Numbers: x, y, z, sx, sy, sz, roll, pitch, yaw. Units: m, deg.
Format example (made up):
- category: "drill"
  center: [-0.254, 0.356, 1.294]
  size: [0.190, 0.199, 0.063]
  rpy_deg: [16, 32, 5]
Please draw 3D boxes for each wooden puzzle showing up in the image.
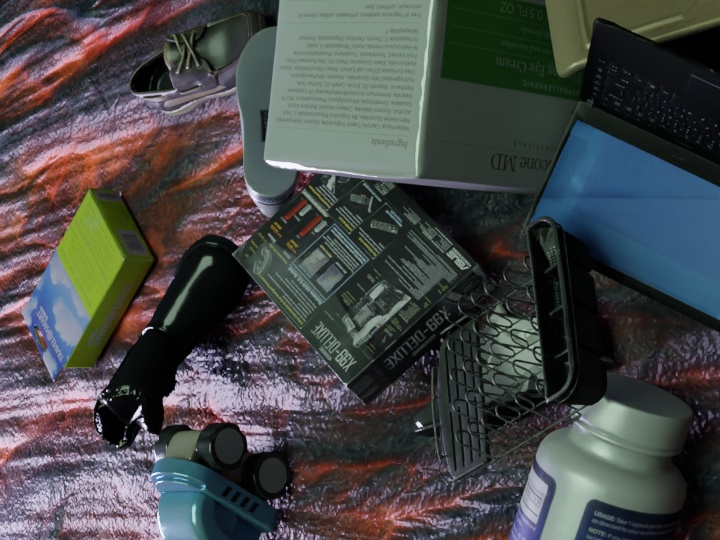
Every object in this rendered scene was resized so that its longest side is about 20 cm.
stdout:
- category: "wooden puzzle"
  center: [0.232, -0.246, 1.241]
  size: [0.200, 0.037, 0.185]
  rpy_deg: [-18, 55, 22]

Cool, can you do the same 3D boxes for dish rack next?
- category: "dish rack"
  center: [0.111, 0.070, 1.272]
  size: [0.200, 0.054, 0.154]
  rpy_deg: [-38, 42, 42]

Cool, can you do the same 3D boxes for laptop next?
- category: "laptop"
  center: [0.222, -0.066, 1.193]
  size: [0.177, 0.200, 0.103]
  rpy_deg: [26, 74, 11]

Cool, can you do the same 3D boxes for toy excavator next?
- category: "toy excavator"
  center: [-0.142, 0.275, 1.625]
  size: [0.100, 0.194, 0.200]
  rpy_deg: [-7, 54, 48]

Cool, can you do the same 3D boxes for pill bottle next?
- category: "pill bottle"
  center: [0.184, 0.188, 1.263]
  size: [0.120, 0.119, 0.201]
  rpy_deg: [31, 109, 45]

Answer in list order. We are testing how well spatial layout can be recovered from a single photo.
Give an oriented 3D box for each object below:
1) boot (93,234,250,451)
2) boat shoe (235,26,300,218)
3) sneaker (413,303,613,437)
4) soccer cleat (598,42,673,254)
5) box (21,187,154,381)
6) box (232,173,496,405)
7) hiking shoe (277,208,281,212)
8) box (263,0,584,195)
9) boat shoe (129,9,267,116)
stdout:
- category: "boot"
  center: [-0.193, 0.078, 1.665]
  size: [0.200, 0.076, 0.168]
  rpy_deg: [-51, 11, 39]
- category: "boat shoe"
  center: [-0.091, -0.148, 1.635]
  size: [0.065, 0.073, 0.201]
  rpy_deg: [90, -176, -64]
- category: "sneaker"
  center: [0.121, 0.079, 1.383]
  size: [0.200, 0.074, 0.089]
  rpy_deg: [-31, 65, 32]
- category: "soccer cleat"
  center: [0.220, -0.100, 1.296]
  size: [0.086, 0.070, 0.201]
  rpy_deg: [-101, 12, -75]
- category: "box"
  center: [-0.319, 0.019, 1.895]
  size: [0.200, 0.048, 0.122]
  rpy_deg: [-56, 49, 30]
- category: "box"
  center: [0.000, 0.000, 1.473]
  size: [0.158, 0.050, 0.200]
  rpy_deg: [-43, 54, -1]
- category: "hiking shoe"
  center: [-0.015, 0.008, 1.550]
  size: [0.087, 0.074, 0.200]
  rpy_deg: [-39, 61, 19]
- category: "box"
  center: [0.058, -0.157, 1.370]
  size: [0.200, 0.199, 0.172]
  rpy_deg: [10, 95, 48]
- category: "boat shoe"
  center: [-0.175, -0.218, 1.732]
  size: [0.200, 0.073, 0.075]
  rpy_deg: [-29, 66, 43]
